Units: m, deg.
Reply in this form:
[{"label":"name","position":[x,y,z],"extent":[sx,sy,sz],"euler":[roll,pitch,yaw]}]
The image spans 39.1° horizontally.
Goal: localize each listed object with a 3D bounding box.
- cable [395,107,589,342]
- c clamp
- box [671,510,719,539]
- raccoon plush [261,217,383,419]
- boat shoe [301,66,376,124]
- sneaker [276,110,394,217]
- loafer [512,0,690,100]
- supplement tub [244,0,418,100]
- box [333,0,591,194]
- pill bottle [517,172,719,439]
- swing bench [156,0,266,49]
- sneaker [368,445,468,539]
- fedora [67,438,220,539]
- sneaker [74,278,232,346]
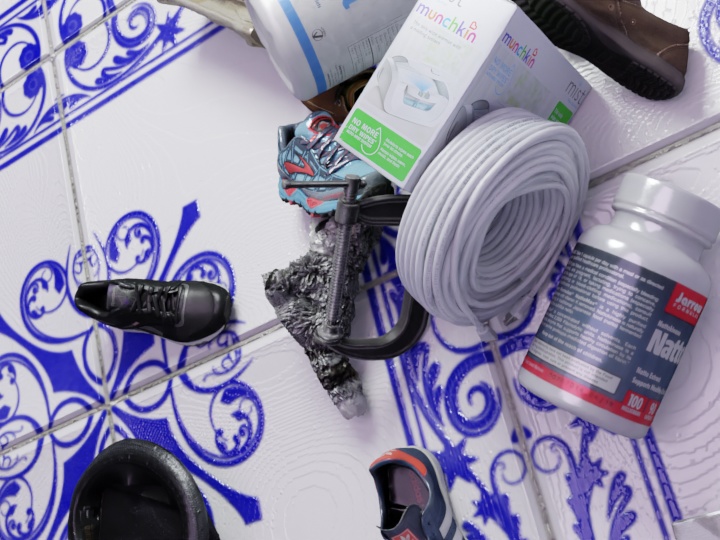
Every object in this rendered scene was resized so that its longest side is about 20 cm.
[{"label":"cable","position":[0.118,-0.045,0.888],"extent":[0.069,0.200,0.201],"euler":[39,97,34]},{"label":"c clamp","position":[0.000,0.000,0.962],"extent":[0.027,0.170,0.202],"euler":[-137,45,-55]},{"label":"box","position":[0.344,0.274,0.771],"extent":[0.158,0.048,0.202],"euler":[-20,70,26]},{"label":"raccoon plush","position":[-0.006,0.032,1.041],"extent":[0.133,0.097,0.201],"euler":[-32,94,8]},{"label":"boat shoe","position":[0.005,-0.186,1.066],"extent":[0.199,0.068,0.072],"euler":[17,91,34]},{"label":"sneaker","position":[-0.038,-0.110,1.019],"extent":[0.200,0.079,0.096],"euler":[19,124,57]},{"label":"loafer","position":[0.212,-0.230,0.908],"extent":[0.071,0.199,0.073],"euler":[-61,14,-12]},{"label":"supplement tub","position":[-0.005,-0.270,1.014],"extent":[0.199,0.132,0.132],"euler":[-29,63,-4]},{"label":"box","position":[0.098,-0.146,0.923],"extent":[0.097,0.200,0.177],"euler":[38,99,31]},{"label":"pill bottle","position":[0.224,0.027,0.855],"extent":[0.119,0.119,0.201],"euler":[26,94,33]},{"label":"swing bench","position":[-0.116,-0.362,1.147],"extent":[0.198,0.129,0.201],"euler":[31,102,32]},{"label":"sneaker","position":[0.060,0.256,0.929],"extent":[0.075,0.084,0.201],"euler":[-37,63,20]},{"label":"fedora","position":[-0.220,0.277,1.093],"extent":[0.199,0.091,0.202],"euler":[-7,76,30]},{"label":"sneaker","position":[-0.243,0.044,1.159],"extent":[0.199,0.087,0.076],"euler":[-2,79,31]}]
